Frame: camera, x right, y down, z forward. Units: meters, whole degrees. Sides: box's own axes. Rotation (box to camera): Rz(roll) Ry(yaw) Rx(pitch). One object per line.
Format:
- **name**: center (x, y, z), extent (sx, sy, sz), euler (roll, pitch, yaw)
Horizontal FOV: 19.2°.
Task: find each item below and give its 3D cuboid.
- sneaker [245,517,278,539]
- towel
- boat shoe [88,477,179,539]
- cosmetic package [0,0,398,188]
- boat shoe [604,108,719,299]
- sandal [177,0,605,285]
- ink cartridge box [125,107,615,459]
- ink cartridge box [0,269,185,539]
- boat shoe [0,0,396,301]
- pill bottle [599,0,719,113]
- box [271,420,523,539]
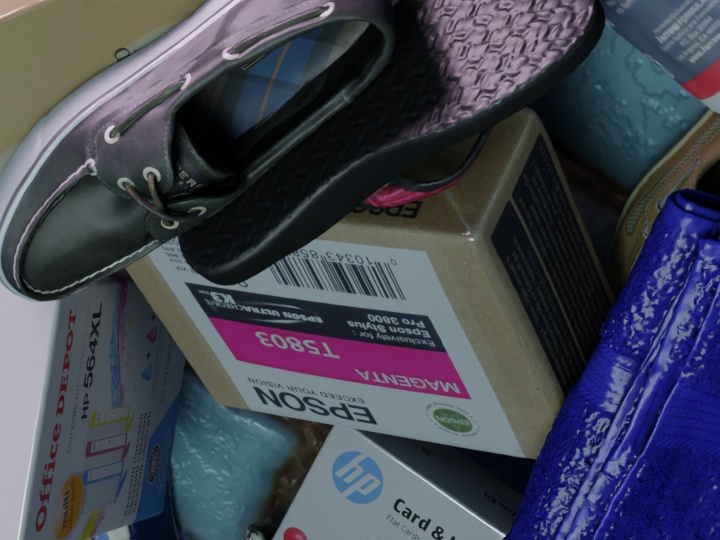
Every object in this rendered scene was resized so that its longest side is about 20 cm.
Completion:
- **sneaker**: center (0.018, 0.176, 1.103), extent (0.199, 0.077, 0.089), euler (7, 115, 14)
- **towel**: center (0.155, 0.072, 0.893), extent (0.147, 0.050, 0.201), euler (15, 117, -18)
- **boat shoe**: center (-0.140, 0.160, 1.158), extent (0.072, 0.072, 0.201), euler (9, 114, 22)
- **cosmetic package**: center (-0.087, -0.096, 0.863), extent (0.199, 0.071, 0.105), euler (-23, 128, 1)
- **boat shoe**: center (0.153, -0.022, 0.914), extent (0.071, 0.076, 0.200), euler (25, 129, 1)
- **sandal**: center (0.013, -0.056, 0.832), extent (0.200, 0.075, 0.045), euler (-33, 138, 25)
- **ink cartridge box**: center (0.000, 0.000, 0.935), extent (0.199, 0.075, 0.165), euler (6, 144, 30)
- **ink cartridge box**: center (-0.175, 0.056, 0.995), extent (0.125, 0.200, 0.129), euler (10, 94, 15)
- **boat shoe**: center (-0.068, -0.051, 0.819), extent (0.200, 0.057, 0.069), euler (-41, 127, 15)
- **pill bottle**: center (0.102, -0.165, 0.817), extent (0.200, 0.120, 0.120), euler (39, 127, -5)
- **box**: center (0.019, 0.182, 1.043), extent (0.156, 0.041, 0.200), euler (34, 118, 11)
